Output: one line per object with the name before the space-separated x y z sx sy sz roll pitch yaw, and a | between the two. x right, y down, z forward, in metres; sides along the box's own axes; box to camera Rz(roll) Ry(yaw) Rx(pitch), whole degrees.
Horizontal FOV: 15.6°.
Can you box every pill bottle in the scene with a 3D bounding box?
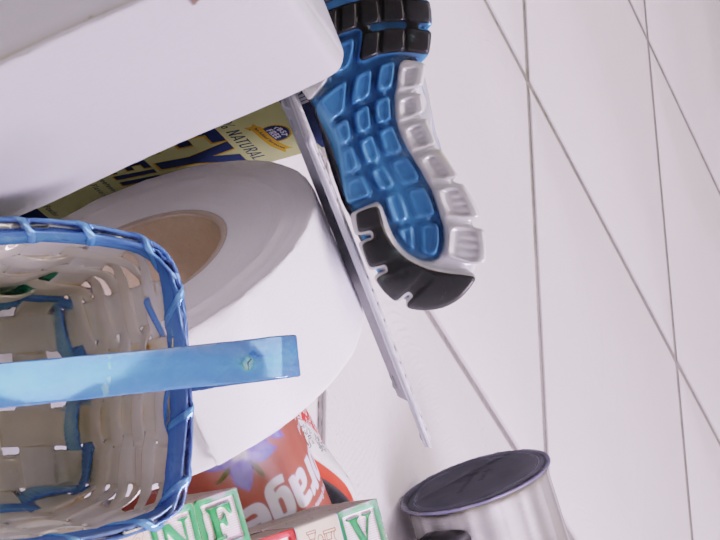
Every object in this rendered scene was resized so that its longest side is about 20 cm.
pill bottle | -0.069 0.141 1.443 0.112 0.111 0.201 -66 139 -63

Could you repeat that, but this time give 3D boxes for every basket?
basket | -0.142 0.048 1.059 0.175 0.200 0.140 -2 90 -31

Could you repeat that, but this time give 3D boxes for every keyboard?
keyboard | 0.000 0.000 1.304 0.056 0.011 0.201 -120 -173 -55

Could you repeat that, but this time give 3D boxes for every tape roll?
tape roll | -0.101 0.027 1.291 0.203 0.201 0.071 -73 145 -59

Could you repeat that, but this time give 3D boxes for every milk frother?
milk frother | 0.139 0.238 1.869 0.181 0.199 0.189 -45 118 -65

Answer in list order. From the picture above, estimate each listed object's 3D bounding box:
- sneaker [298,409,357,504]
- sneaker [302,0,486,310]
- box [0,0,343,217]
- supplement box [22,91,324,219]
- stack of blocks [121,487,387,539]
sneaker | -0.054 0.084 1.612 0.201 0.067 0.109 48 35 -51
sneaker | 0.005 -0.076 1.295 0.087 0.074 0.201 145 -67 -83
box | -0.135 -0.137 1.040 0.199 0.199 0.172 47 20 -78
supplement box | -0.121 -0.157 1.374 0.134 0.199 0.201 47 33 -55
stack of blocks | -0.076 0.170 1.322 0.199 0.058 0.116 -15 91 -38
